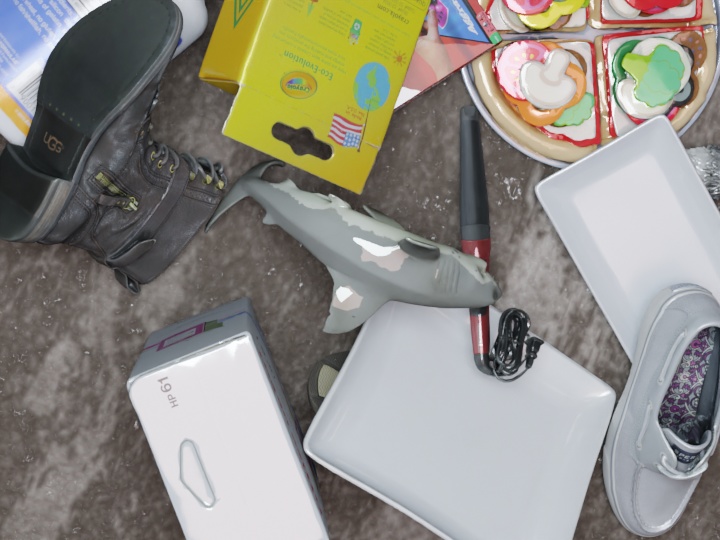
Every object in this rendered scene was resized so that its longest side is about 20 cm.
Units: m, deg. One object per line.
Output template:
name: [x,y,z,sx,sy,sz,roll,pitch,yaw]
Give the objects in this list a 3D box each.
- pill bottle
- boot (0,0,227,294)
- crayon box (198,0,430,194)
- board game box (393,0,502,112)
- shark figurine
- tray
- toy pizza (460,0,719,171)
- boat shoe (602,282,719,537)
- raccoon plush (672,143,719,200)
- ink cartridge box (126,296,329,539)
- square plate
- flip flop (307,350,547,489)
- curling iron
pill bottle: [-0.174,-0.174,0.985,0.200,0.112,0.112,-40,97,-1]
boot: [-0.144,-0.079,0.975,0.069,0.174,0.200,44,103,28]
crayon box: [-0.024,-0.164,0.958,0.127,0.051,0.200,22,85,-40]
board game box: [0.002,-0.215,1.029,0.103,0.019,0.200,-33,89,0]
shark figurine: [-0.019,-0.007,0.984,0.214,0.128,0.090,24,95,13]
tray: [0.218,-0.003,1.069,0.107,0.022,0.200,-29,100,7]
toy pizza: [0.167,-0.171,1.052,0.200,0.032,0.201,-1,95,-6]
boat shoe: [0.224,0.111,1.045,0.072,0.069,0.200,8,112,-12]
raccoon plush: [0.329,-0.039,1.026,0.199,0.134,0.097,0,95,-5]
ink cartridge box: [-0.085,0.107,0.973,0.084,0.200,0.145,-21,97,-1]
square plate: [0.072,0.106,1.020,0.198,0.028,0.200,34,48,-8]
flip flop: [0.050,0.120,1.057,0.200,0.058,0.081,20,51,-19]
curling iron: [0.090,-0.019,1.048,0.049,0.026,0.200,-5,79,-26]
